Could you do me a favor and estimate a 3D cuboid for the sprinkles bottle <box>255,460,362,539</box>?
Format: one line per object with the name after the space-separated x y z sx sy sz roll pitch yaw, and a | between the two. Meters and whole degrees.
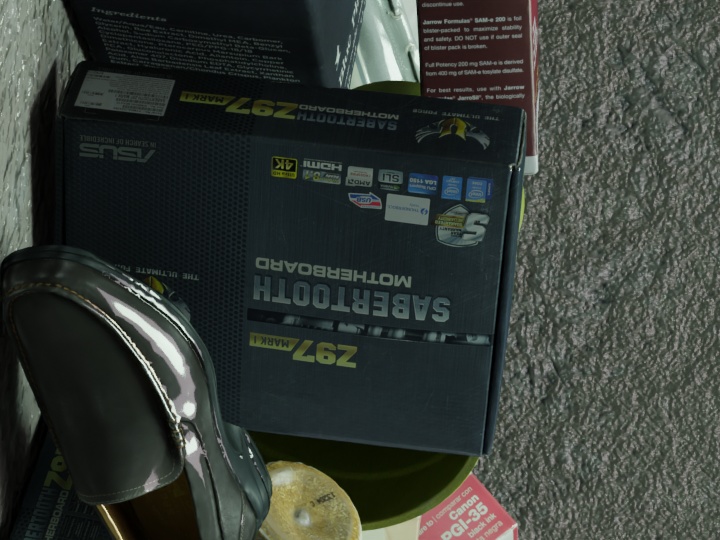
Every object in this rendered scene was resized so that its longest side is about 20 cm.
-0.072 0.182 1.424 0.200 0.068 0.068 -54 -167 37 | sprinkles bottle

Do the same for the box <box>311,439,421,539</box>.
-0.029 0.189 1.516 0.095 0.077 0.201 -22 -127 56 | box

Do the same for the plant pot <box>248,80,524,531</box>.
0.000 0.000 1.462 0.193 0.199 0.201 -58 157 -54 | plant pot

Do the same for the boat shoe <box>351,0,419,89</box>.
-0.001 -0.164 1.565 0.070 0.071 0.202 -141 -146 -69 | boat shoe

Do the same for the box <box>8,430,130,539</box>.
-0.129 0.154 1.293 0.158 0.051 0.201 94 8 -45 | box

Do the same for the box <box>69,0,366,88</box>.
-0.054 -0.189 1.248 0.200 0.117 0.198 75 24 -72 | box

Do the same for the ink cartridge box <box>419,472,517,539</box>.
0.011 0.133 1.857 0.083 0.200 0.147 -39 166 -7 | ink cartridge box

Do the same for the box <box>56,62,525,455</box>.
-0.032 -0.003 1.222 0.051 0.199 0.158 -77 174 -54 | box

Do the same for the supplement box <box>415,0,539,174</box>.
0.057 -0.159 1.384 0.109 0.061 0.201 -82 169 -63 | supplement box

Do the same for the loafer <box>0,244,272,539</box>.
-0.097 0.070 1.185 0.200 0.072 0.073 56 36 -39 | loafer

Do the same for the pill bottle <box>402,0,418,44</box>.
-0.010 -0.120 1.739 0.201 0.116 0.117 92 9 -46 | pill bottle
